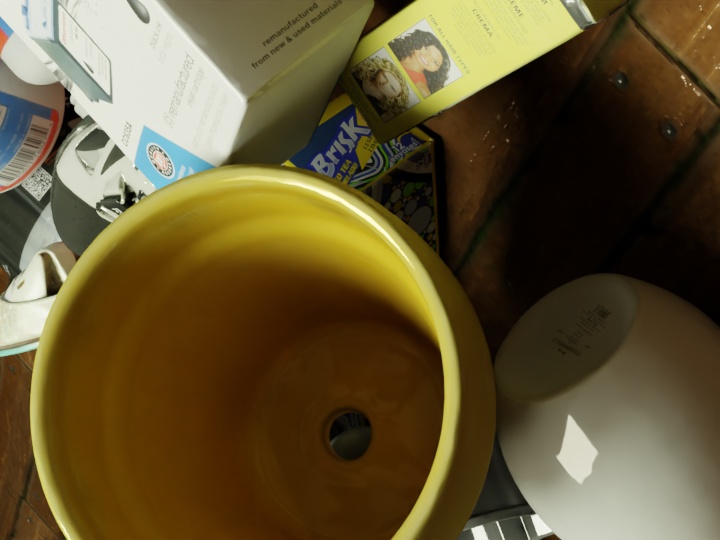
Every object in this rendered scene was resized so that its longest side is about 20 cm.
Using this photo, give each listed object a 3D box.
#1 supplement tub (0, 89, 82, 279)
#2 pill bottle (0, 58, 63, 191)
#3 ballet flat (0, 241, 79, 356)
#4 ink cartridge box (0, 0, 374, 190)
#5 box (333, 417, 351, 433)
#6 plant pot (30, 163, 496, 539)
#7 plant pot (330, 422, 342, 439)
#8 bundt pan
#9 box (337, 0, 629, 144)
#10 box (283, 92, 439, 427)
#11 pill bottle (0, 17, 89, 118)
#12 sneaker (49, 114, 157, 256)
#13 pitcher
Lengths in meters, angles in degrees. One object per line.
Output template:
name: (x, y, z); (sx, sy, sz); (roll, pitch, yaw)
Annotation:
supplement tub: (-0.223, -0.072, 1.307); (0.200, 0.122, 0.123); (41, 153, 20)
pill bottle: (-0.268, -0.111, 1.145); (0.112, 0.113, 0.200); (39, -171, 23)
ballet flat: (-0.159, 0.004, 1.186); (0.199, 0.067, 0.063); (-13, 105, 31)
ink cartridge box: (-0.101, -0.138, 0.906); (0.200, 0.086, 0.147); (46, 155, 7)
box: (-0.005, 0.107, 1.285); (0.119, 0.041, 0.200); (48, 152, 6)
plant pot: (-0.026, 0.069, 0.920); (0.201, 0.201, 0.189); (41, -178, 19)
plant pot: (-0.064, 0.135, 1.267); (0.200, 0.093, 0.202); (37, 150, 26)
bundt pan: (0.026, 0.126, 1.102); (0.202, 0.200, 0.076); (130, 126, -64)
box: (0.061, -0.113, 0.846); (0.050, 0.075, 0.200); (55, 155, -5)
box: (0.000, 0.000, 1.097); (0.064, 0.070, 0.201); (39, 152, 32)
pill bottle: (-0.176, -0.176, 1.105); (0.200, 0.112, 0.112); (51, 155, 1)
sneaker: (-0.108, -0.049, 1.052); (0.074, 0.089, 0.200); (16, 139, -28)
pitcher: (0.137, 0.093, 0.961); (0.200, 0.121, 0.171); (51, 169, -28)
